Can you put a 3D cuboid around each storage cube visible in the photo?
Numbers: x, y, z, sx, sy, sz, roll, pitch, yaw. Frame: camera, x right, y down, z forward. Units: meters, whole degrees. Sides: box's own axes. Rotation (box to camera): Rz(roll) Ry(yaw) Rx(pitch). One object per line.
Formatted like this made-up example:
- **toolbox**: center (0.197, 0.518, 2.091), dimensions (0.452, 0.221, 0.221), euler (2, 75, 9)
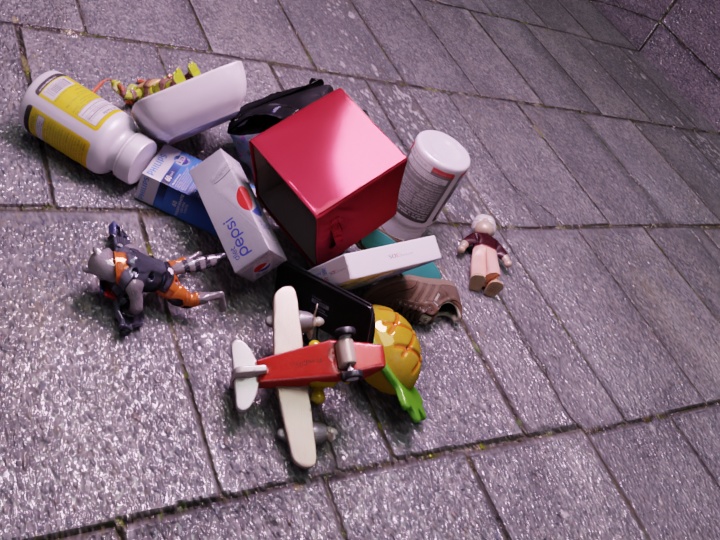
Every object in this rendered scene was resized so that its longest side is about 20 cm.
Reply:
- **storage cube**: center (-0.051, -0.144, 1.168), dimensions (0.179, 0.171, 0.200), euler (-35, 70, -19)

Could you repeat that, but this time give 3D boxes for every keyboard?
- **keyboard**: center (-0.059, 0.071, 1.105), dimensions (0.199, 0.128, 0.021), euler (27, 27, 33)

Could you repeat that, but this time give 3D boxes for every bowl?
- **bowl**: center (-0.287, -0.278, 1.251), dimensions (0.199, 0.200, 0.075), euler (-26, 102, -15)

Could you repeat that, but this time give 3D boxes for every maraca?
- **maraca**: center (0.047, 0.141, 1.122), dimensions (0.201, 0.107, 0.137), euler (63, 15, 13)

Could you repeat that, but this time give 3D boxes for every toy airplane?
- **toy airplane**: center (-0.088, 0.147, 1.027), dimensions (0.199, 0.141, 0.200), euler (32, 75, 17)

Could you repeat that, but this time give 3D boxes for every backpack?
- **backpack**: center (-0.143, -0.256, 1.335), dimensions (0.199, 0.127, 0.167), euler (-9, 33, 19)

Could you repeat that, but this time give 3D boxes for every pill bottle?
- **pill bottle**: center (-0.439, -0.227, 1.184), dimensions (0.199, 0.112, 0.111), euler (32, 39, 1)
- **pill bottle**: center (0.116, -0.158, 1.399), dimensions (0.113, 0.200, 0.114), euler (17, 41, -16)

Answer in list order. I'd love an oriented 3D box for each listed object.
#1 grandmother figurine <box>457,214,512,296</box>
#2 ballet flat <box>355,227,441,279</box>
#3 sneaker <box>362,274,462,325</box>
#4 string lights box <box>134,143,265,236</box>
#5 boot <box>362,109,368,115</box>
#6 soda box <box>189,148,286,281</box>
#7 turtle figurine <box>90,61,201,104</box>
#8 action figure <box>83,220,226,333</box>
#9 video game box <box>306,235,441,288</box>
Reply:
- **grandmother figurine**: center (0.256, -0.039, 1.480), dimensions (0.121, 0.061, 0.201), euler (26, 42, -20)
- **ballet flat**: center (0.063, -0.031, 1.334), dimensions (0.199, 0.068, 0.075), euler (31, -1, -24)
- **sneaker**: center (0.100, 0.056, 1.272), dimensions (0.199, 0.071, 0.076), euler (-2, 55, -32)
- **string lights box**: center (-0.265, -0.128, 1.234), dimensions (0.199, 0.059, 0.103), euler (26, 39, -8)
- **boot**: center (-0.061, -0.313, 1.537), dimensions (0.130, 0.068, 0.200), euler (4, 0, 17)
- **soda box**: center (-0.192, -0.087, 1.134), dimensions (0.201, 0.068, 0.063), euler (62, 11, 22)
- **turtle figurine**: center (-0.381, -0.333, 1.334), dimensions (0.200, 0.160, 0.065), euler (-33, 114, -60)
- **action figure**: center (-0.306, -0.013, 1.061), dimensions (0.193, 0.105, 0.201), euler (5, 49, -43)
- **video game box**: center (0.000, 0.000, 1.179), dimensions (0.199, 0.182, 0.047), euler (-13, 87, -41)
